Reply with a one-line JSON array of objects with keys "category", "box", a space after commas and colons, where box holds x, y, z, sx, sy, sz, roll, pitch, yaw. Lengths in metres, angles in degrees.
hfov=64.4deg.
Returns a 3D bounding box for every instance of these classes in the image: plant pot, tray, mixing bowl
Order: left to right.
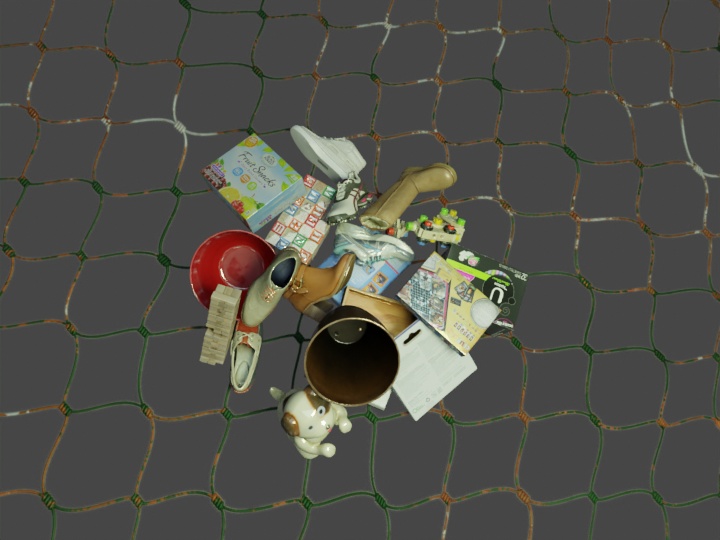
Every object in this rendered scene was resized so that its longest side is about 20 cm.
[{"category": "mixing bowl", "box": [-0.276, 0.002, 1.299, 0.199, 0.108, 0.201, -1, 100, -4]}, {"category": "plant pot", "box": [-0.024, 0.150, 1.194, 0.186, 0.200, 0.188, -1, 107, -5]}, {"category": "tray", "box": [0.048, 0.113, 1.333, 0.199, 0.037, 0.099, 18, 77, -10]}]

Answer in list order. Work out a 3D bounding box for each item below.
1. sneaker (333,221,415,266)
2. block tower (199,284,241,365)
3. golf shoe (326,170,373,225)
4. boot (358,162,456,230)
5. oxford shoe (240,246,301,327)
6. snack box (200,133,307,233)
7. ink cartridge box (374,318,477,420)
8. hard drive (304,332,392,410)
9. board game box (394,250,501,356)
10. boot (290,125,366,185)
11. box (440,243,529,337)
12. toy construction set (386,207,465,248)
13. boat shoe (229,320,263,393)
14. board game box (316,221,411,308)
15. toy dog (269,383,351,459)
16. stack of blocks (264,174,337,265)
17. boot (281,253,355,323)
[{"category": "sneaker", "box": [0.029, -0.043, 1.351, 0.199, 0.078, 0.087, 17, 78, 9]}, {"category": "block tower", "box": [-0.303, 0.118, 1.237, 0.054, 0.201, 0.058, 17, 38, -6]}, {"category": "golf shoe", "box": [-0.039, -0.168, 1.356, 0.077, 0.200, 0.088, -13, 110, 25]}, {"category": "boot", "box": [0.117, -0.173, 1.379, 0.200, 0.175, 0.066, -48, 121, -29]}, {"category": "oxford shoe", "box": [-0.196, 0.038, 1.219, 0.071, 0.074, 0.201, 30, 97, -11]}, {"category": "snack box", "box": [-0.255, -0.212, 1.366, 0.168, 0.068, 0.200, -39, 64, -13]}, {"category": "ink cartridge box", "box": [0.145, 0.205, 1.308, 0.199, 0.041, 0.201, -36, 108, -14]}, {"category": "hard drive", "box": [-0.013, 0.220, 1.328, 0.199, 0.033, 0.140, 23, 74, 0]}, {"category": "board game box", "box": [0.193, 0.073, 1.265, 0.200, 0.035, 0.136, 42, 77, 4]}, {"category": "boot", "box": [-0.079, -0.309, 1.449, 0.200, 0.074, 0.096, 45, 68, -3]}, {"category": "box", "box": [0.270, 0.050, 1.361, 0.199, 0.124, 0.149, 21, 74, -2]}, {"category": "toy construction set", "box": [0.166, -0.103, 1.386, 0.199, 0.093, 0.131, -7, 32, -15]}, {"category": "boat shoe", "box": [-0.261, 0.175, 1.295, 0.071, 0.063, 0.201, 6, 73, -3]}, {"category": "board game box", "box": [0.000, 0.000, 1.386, 0.151, 0.037, 0.200, 45, 73, 6]}, {"category": "toy dog", "box": [-0.107, 0.299, 1.208, 0.139, 0.200, 0.194, -40, 83, -15]}, {"category": "stack of blocks", "box": [-0.131, -0.118, 1.390, 0.115, 0.059, 0.201, 29, 74, 1]}, {"category": "boot", "box": [-0.109, 0.009, 1.313, 0.155, 0.200, 0.077, 35, 32, 8]}]
